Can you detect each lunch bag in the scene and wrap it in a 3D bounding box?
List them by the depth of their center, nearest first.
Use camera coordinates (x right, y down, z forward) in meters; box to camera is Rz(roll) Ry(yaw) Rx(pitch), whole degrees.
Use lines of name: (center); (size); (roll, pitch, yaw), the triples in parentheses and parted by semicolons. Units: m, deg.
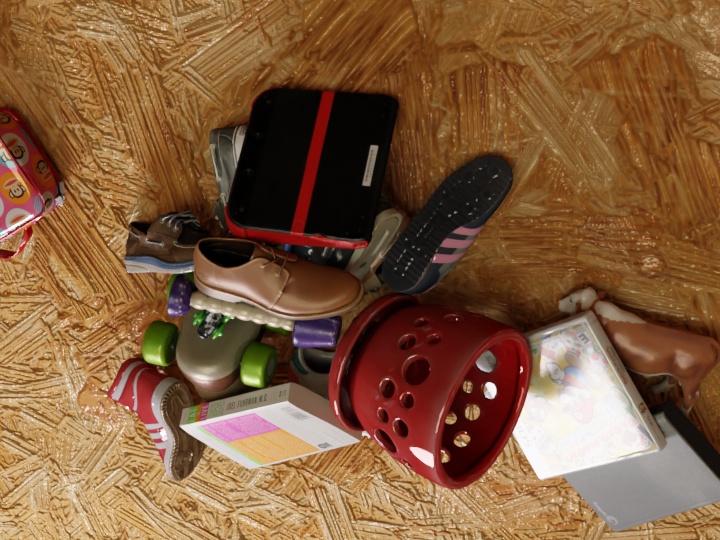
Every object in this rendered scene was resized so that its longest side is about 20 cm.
lunch bag: (-0.486, -0.097, 1.727); (0.199, 0.082, 0.177); (-23, 107, 25)

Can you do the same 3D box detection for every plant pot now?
plant pot: (0.078, 0.130, 1.579); (0.182, 0.200, 0.202); (26, 124, 33)

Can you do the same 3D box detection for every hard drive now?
hard drive: (0.341, 0.241, 1.630); (0.140, 0.033, 0.200); (47, 139, -10)

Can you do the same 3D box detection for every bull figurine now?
bull figurine: (0.321, 0.095, 1.584); (0.199, 0.065, 0.122); (18, 123, 11)

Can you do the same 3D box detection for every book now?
book: (-0.114, 0.194, 1.683); (0.199, 0.048, 0.133); (-16, 144, 40)

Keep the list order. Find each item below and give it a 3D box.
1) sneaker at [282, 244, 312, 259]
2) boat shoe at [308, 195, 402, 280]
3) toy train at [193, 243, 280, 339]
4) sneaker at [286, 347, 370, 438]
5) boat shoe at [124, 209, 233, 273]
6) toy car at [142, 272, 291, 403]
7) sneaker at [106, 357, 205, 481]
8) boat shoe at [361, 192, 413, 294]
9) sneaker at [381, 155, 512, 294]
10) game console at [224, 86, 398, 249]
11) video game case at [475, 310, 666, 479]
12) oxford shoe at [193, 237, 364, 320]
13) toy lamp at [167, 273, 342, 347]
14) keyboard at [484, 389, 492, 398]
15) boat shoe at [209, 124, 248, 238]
sneaker: (-0.041, -0.069, 1.603); (0.074, 0.082, 0.201); (25, 119, 6)
boat shoe: (-0.028, -0.013, 1.566); (0.068, 0.072, 0.200); (44, 119, 17)
toy train: (-0.135, 0.000, 1.586); (0.042, 0.056, 0.200); (35, 113, -2)
sneaker: (-0.002, 0.148, 1.704); (0.199, 0.070, 0.094); (16, 125, 12)
boat shoe: (-0.229, -0.036, 1.658); (0.199, 0.072, 0.073); (-3, 99, 41)
toy car: (-0.166, 0.113, 1.728); (0.163, 0.158, 0.200); (12, 147, 15)
sneaker: (-0.277, 0.197, 1.816); (0.112, 0.071, 0.201); (27, 142, 27)
boat shoe: (0.000, 0.000, 1.631); (0.072, 0.076, 0.200); (30, 122, -1)
sneaker: (0.109, -0.052, 1.583); (0.200, 0.082, 0.070); (-45, 66, 12)
game console: (-0.056, -0.120, 1.533); (0.176, 0.201, 0.031); (6, 155, 11)
video game case: (0.244, 0.154, 1.602); (0.200, 0.023, 0.183); (-25, 97, 48)
oxford shoe: (-0.093, 0.005, 1.495); (0.199, 0.072, 0.071); (9, 145, 6)
toy lamp: (-0.120, 0.048, 1.539); (0.199, 0.058, 0.059); (12, 119, 7)
keyboard: (0.252, 0.186, 1.680); (0.199, 0.011, 0.056); (28, 120, 3)
boat shoe: (-0.144, -0.080, 1.641); (0.063, 0.071, 0.201); (-2, 107, 17)
